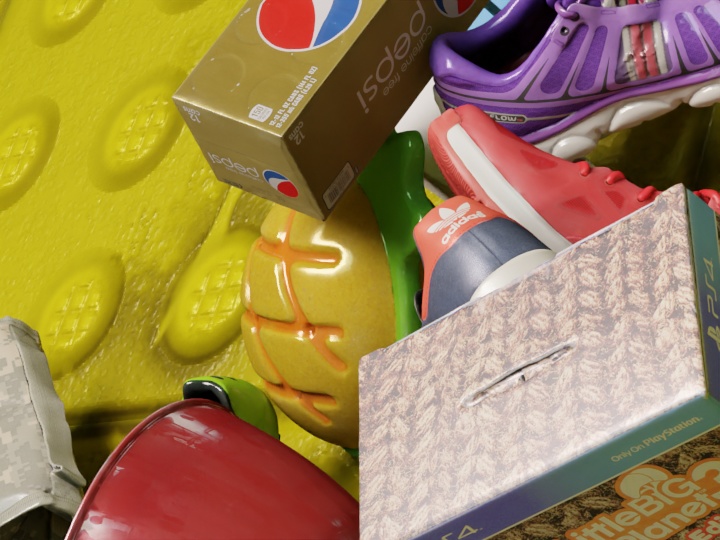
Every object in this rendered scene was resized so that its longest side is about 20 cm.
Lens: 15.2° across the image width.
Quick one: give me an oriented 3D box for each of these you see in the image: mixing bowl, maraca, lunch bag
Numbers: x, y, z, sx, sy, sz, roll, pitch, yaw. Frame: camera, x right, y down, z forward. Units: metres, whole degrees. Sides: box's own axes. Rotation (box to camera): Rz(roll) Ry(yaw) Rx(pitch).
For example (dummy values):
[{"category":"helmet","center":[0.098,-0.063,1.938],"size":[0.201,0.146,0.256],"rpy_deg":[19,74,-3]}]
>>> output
[{"category":"mixing bowl","center":[-0.046,0.166,1.203],"size":[0.108,0.200,0.201],"rpy_deg":[12,69,26]},{"category":"maraca","center":[0.000,0.000,1.290],"size":[0.137,0.107,0.200],"rpy_deg":[57,147,40]},{"category":"lunch bag","center":[-0.218,0.142,1.451],"size":[0.200,0.117,0.164],"rpy_deg":[-47,35,18]}]

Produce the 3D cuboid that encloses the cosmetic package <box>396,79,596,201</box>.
[{"category":"cosmetic package","center":[0.067,-0.048,1.312],"size":[0.051,0.082,0.200],"rpy_deg":[-54,36,1]}]

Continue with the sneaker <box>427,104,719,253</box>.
[{"category":"sneaker","center":[0.130,-0.022,1.172],"size":[0.116,0.200,0.078],"rpy_deg":[-44,-4,-4]}]

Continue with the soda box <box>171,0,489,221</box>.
[{"category":"soda box","center":[0.005,-0.123,1.224],"size":[0.068,0.064,0.200],"rpy_deg":[21,64,34]}]

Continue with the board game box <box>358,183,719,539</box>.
[{"category":"board game box","center":[0.123,0.085,1.041],"size":[0.159,0.200,0.097],"rpy_deg":[-30,42,31]}]

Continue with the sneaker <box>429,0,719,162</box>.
[{"category":"sneaker","center":[0.122,-0.113,1.192],"size":[0.200,0.083,0.081],"rpy_deg":[-27,39,11]}]

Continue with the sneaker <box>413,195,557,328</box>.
[{"category":"sneaker","center":[0.065,0.044,1.149],"size":[0.075,0.200,0.085],"rpy_deg":[-30,50,-17]}]

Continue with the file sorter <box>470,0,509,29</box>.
[{"category":"file sorter","center":[0.053,-0.173,1.396],"size":[0.200,0.123,0.139],"rpy_deg":[8,68,50]}]

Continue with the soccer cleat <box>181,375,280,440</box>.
[{"category":"soccer cleat","center":[-0.095,0.144,1.289],"size":[0.067,0.081,0.201],"rpy_deg":[14,82,23]}]

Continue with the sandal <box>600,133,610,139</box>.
[{"category":"sandal","center":[0.156,-0.149,1.311],"size":[0.079,0.059,0.207],"rpy_deg":[29,90,43]}]
